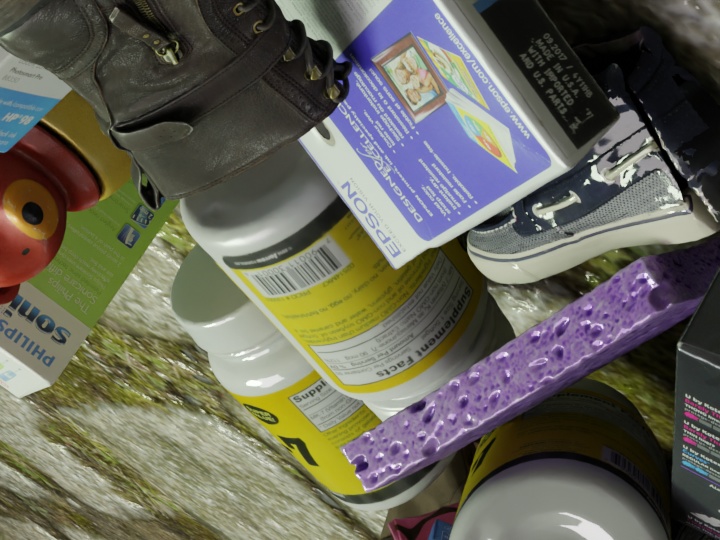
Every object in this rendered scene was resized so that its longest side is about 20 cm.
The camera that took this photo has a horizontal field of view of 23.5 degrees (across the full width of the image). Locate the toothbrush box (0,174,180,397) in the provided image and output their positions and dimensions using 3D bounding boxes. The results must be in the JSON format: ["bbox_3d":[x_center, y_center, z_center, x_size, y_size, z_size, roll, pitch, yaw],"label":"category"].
[{"bbox_3d":[-0.197,-0.048,1.043,0.145,0.200,0.086,37,158,-14],"label":"toothbrush box"}]

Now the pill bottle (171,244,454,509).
[{"bbox_3d":[-0.027,0.058,1.131,0.114,0.114,0.200,7,147,47],"label":"pill bottle"}]

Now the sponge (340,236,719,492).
[{"bbox_3d":[0.092,0.045,0.860,0.200,0.111,0.030,-35,78,33],"label":"sponge"}]

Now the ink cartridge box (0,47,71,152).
[{"bbox_3d":[-0.135,-0.160,0.760,0.116,0.200,0.067,54,-164,16],"label":"ink cartridge box"}]

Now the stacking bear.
[{"bbox_3d":[-0.158,-0.079,0.920,0.113,0.200,0.121,7,147,48],"label":"stacking bear"}]

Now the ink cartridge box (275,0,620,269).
[{"bbox_3d":[0.005,-0.108,0.777,0.198,0.043,0.200,53,156,-2],"label":"ink cartridge box"}]

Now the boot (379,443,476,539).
[{"bbox_3d":[0.044,0.173,1.254,0.200,0.147,0.070,10,151,45],"label":"boot"}]

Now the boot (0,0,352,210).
[{"bbox_3d":[-0.055,-0.118,0.704,0.174,0.200,0.069,37,-153,-48],"label":"boot"}]

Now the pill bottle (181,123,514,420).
[{"bbox_3d":[0.000,0.000,0.971,0.114,0.114,0.200,9,149,45],"label":"pill bottle"}]

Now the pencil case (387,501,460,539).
[{"bbox_3d":[0.120,0.183,1.125,0.199,0.094,0.091,-14,130,5],"label":"pencil case"}]

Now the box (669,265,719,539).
[{"bbox_3d":[0.214,0.052,0.793,0.106,0.122,0.200,24,158,21],"label":"box"}]

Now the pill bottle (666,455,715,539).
[{"bbox_3d":[0.223,0.170,0.943,0.106,0.106,0.200,37,-169,-12],"label":"pill bottle"}]

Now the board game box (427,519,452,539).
[{"bbox_3d":[0.122,0.218,0.938,0.199,0.044,0.199,19,-165,1],"label":"board game box"}]

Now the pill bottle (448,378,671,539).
[{"bbox_3d":[0.111,0.129,0.938,0.114,0.115,0.200,32,-165,2],"label":"pill bottle"}]

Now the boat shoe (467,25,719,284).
[{"bbox_3d":[0.097,-0.056,0.815,0.093,0.075,0.200,50,150,-15],"label":"boat shoe"}]
